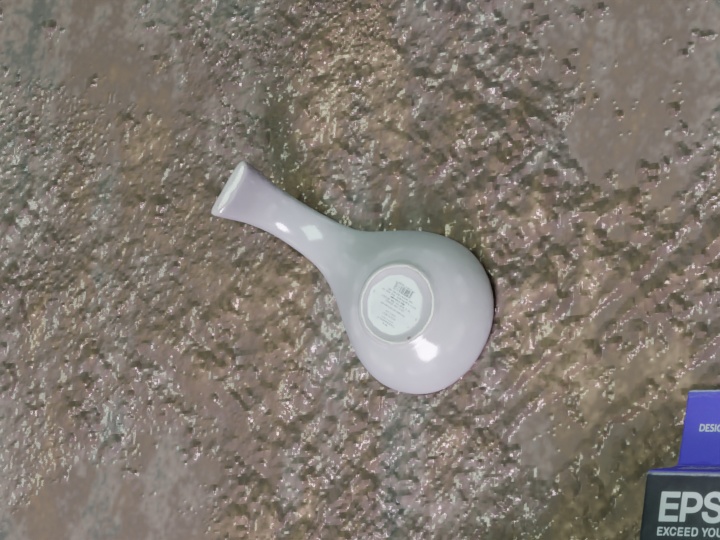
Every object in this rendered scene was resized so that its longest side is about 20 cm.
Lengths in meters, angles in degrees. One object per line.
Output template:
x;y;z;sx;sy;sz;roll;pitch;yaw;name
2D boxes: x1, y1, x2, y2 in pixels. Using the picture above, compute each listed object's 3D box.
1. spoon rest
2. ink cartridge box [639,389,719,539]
0.000;0.000;1.828;0.200;0.061;0.100;35;98;24;spoon rest
0.245;0.158;1.602;0.198;0.043;0.201;-2;73;36;ink cartridge box
